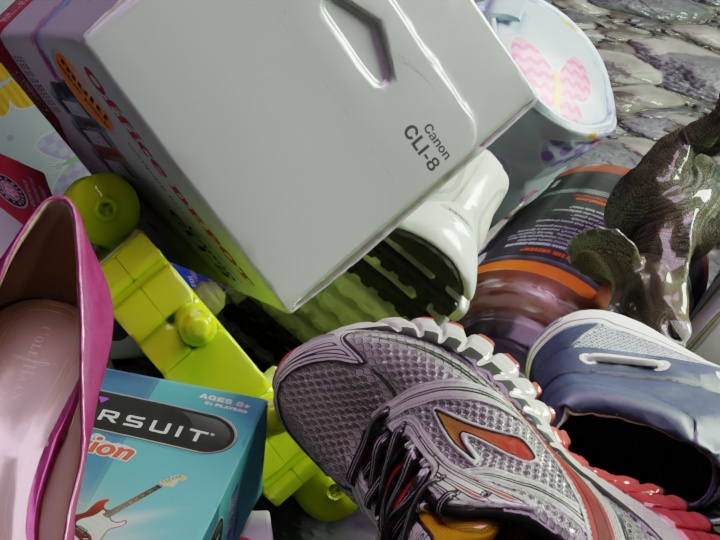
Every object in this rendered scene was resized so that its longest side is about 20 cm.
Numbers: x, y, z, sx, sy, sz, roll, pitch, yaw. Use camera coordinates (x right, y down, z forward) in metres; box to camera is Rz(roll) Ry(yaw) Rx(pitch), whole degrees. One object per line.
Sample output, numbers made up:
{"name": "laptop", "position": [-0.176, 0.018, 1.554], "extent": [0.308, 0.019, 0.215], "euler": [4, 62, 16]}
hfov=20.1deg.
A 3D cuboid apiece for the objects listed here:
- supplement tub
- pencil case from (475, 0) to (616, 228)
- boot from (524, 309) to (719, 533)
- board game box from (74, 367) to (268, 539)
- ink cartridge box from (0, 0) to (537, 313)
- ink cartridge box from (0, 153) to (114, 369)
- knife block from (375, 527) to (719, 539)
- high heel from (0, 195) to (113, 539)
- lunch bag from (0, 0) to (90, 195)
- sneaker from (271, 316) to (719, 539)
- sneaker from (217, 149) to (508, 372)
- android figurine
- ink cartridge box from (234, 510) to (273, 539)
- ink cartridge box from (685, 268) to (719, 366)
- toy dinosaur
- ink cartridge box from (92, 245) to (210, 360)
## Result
{"name": "supplement tub", "position": [0.091, 0.030, 0.964], "extent": [0.107, 0.107, 0.200], "euler": [16, 29, 18]}
{"name": "pencil case", "position": [0.035, -0.053, 1.016], "extent": [0.091, 0.200, 0.083], "euler": [51, 37, 0]}
{"name": "boot", "position": [0.158, 0.083, 0.804], "extent": [0.199, 0.073, 0.090], "euler": [19, 20, -2]}
{"name": "board game box", "position": [-0.130, 0.100, 0.703], "extent": [0.150, 0.047, 0.200], "euler": [11, 31, 8]}
{"name": "ink cartridge box", "position": [-0.050, -0.090, 0.885], "extent": [0.145, 0.145, 0.200], "euler": [-41, 19, -12]}
{"name": "ink cartridge box", "position": [-0.217, -0.006, 0.850], "extent": [0.200, 0.086, 0.148], "euler": [23, 28, -37]}
{"name": "knife block", "position": [0.089, 0.143, 0.771], "extent": [0.175, 0.064, 0.200], "euler": [9, 20, -5]}
{"name": "high heel", "position": [-0.112, 0.061, 0.629], "extent": [0.067, 0.096, 0.200], "euler": [9, 30, 4]}
{"name": "lunch bag", "position": [-0.184, -0.115, 1.115], "extent": [0.199, 0.170, 0.127], "euler": [-7, 27, -17]}
{"name": "sneaker", "position": [0.037, 0.078, 0.707], "extent": [0.082, 0.078, 0.200], "euler": [-11, 32, -44]}
{"name": "sneaker", "position": [0.000, 0.000, 0.945], "extent": [0.075, 0.200, 0.081], "euler": [42, 55, -16]}
{"name": "android figurine", "position": [-0.066, 0.035, 0.867], "extent": [0.041, 0.182, 0.200], "euler": [-40, 7, -6]}
{"name": "ink cartridge box", "position": [-0.087, 0.146, 0.747], "extent": [0.199, 0.068, 0.115], "euler": [1, 30, -10]}
{"name": "ink cartridge box", "position": [0.230, 0.041, 0.947], "extent": [0.145, 0.088, 0.200], "euler": [37, 35, 5]}
{"name": "toy dinosaur", "position": [0.144, -0.033, 0.917], "extent": [0.102, 0.077, 0.200], "euler": [-32, 10, 23]}
{"name": "ink cartridge box", "position": [-0.163, 0.010, 1.023], "extent": [0.199, 0.039, 0.099], "euler": [-4, 29, -20]}
